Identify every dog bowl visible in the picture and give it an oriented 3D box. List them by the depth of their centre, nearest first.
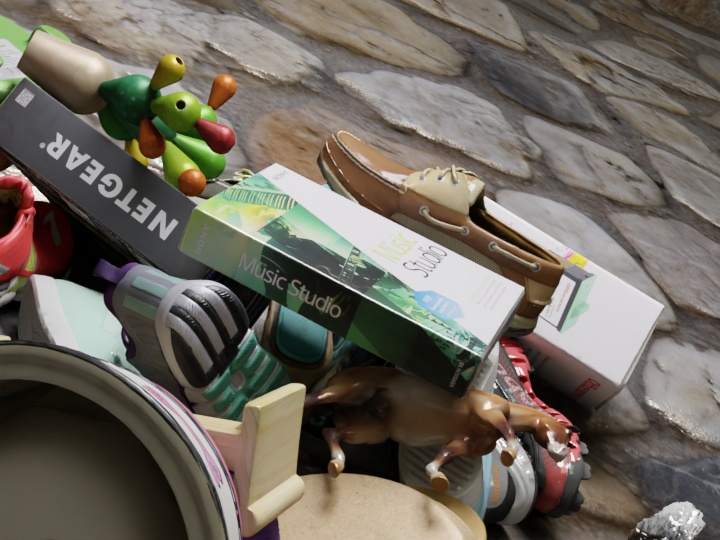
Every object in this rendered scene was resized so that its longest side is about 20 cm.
[{"bbox_3d":[-0.142,0.130,0.625,0.199,0.201,0.074,33,9,10],"label":"dog bowl"}]

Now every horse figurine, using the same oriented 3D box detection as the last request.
[{"bbox_3d":[0.028,0.093,0.804,0.197,0.051,0.133,5,13,14],"label":"horse figurine"}]

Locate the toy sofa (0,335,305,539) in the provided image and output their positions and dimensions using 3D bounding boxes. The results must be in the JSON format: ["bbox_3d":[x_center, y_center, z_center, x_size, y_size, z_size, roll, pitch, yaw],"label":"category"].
[{"bbox_3d":[-0.133,0.098,0.702,0.197,0.099,0.083,9,4,14],"label":"toy sofa"}]

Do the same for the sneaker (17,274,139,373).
[{"bbox_3d":[-0.147,0.071,0.849,0.117,0.074,0.201,8,29,-25],"label":"sneaker"}]

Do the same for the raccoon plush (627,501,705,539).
[{"bbox_3d":[0.105,0.191,0.834,0.134,0.097,0.200,38,51,19],"label":"raccoon plush"}]

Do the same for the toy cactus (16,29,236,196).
[{"bbox_3d":[-0.162,-0.123,0.955,0.164,0.103,0.200,30,2,-15],"label":"toy cactus"}]

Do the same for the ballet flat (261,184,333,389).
[{"bbox_3d":[-0.045,0.016,1.000,0.068,0.063,0.201,20,43,-5],"label":"ballet flat"}]

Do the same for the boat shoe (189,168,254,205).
[{"bbox_3d":[-0.099,-0.050,1.035,0.072,0.060,0.202,42,-8,-8],"label":"boat shoe"}]

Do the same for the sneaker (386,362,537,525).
[{"bbox_3d":[0.047,0.108,0.990,0.079,0.075,0.200,-4,40,-40],"label":"sneaker"}]

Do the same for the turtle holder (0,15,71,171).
[{"bbox_3d":[-0.323,-0.144,1.005,0.184,0.133,0.141,24,27,-9],"label":"turtle holder"}]

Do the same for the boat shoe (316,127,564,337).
[{"bbox_3d":[0.062,-0.040,0.957,0.199,0.074,0.076,39,22,4],"label":"boat shoe"}]

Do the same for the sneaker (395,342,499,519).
[{"bbox_3d":[0.056,0.112,0.912,0.073,0.083,0.201,4,36,9],"label":"sneaker"}]

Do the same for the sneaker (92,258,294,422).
[{"bbox_3d":[-0.098,0.062,0.826,0.087,0.201,0.075,24,59,29],"label":"sneaker"}]

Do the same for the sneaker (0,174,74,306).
[{"bbox_3d":[-0.240,-0.026,0.914,0.076,0.086,0.200,29,16,3],"label":"sneaker"}]

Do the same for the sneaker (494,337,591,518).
[{"bbox_3d":[0.106,0.115,1.036,0.097,0.071,0.201,15,27,-27],"label":"sneaker"}]

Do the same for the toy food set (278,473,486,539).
[{"bbox_3d":[-0.024,0.180,0.728,0.195,0.049,0.201,-5,30,2],"label":"toy food set"}]

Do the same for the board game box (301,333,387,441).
[{"bbox_3d":[-0.001,0.023,1.019,0.028,0.136,0.201,29,23,-16],"label":"board game box"}]

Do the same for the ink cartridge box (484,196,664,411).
[{"bbox_3d":[0.148,0.027,1.152,0.199,0.084,0.145,32,-10,7],"label":"ink cartridge box"}]

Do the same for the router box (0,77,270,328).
[{"bbox_3d":[-0.164,-0.039,0.973,0.199,0.052,0.157,36,-10,14],"label":"router box"}]

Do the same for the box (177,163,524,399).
[{"bbox_3d":[0.000,0.000,0.855,0.198,0.037,0.144,26,21,9],"label":"box"}]
